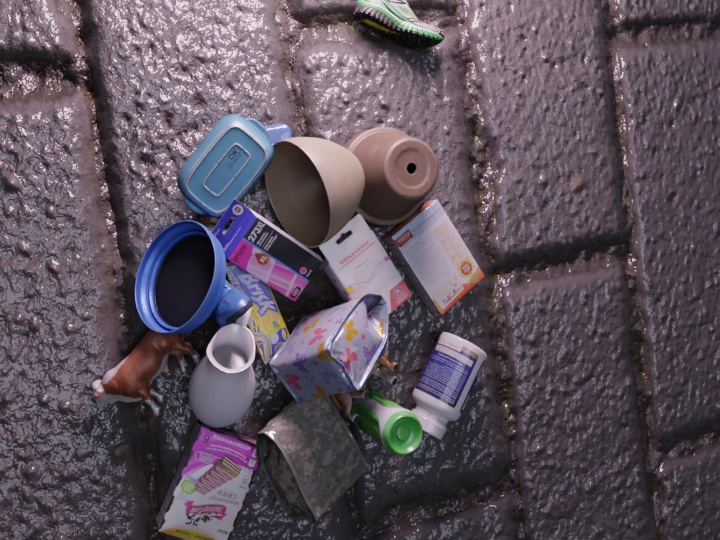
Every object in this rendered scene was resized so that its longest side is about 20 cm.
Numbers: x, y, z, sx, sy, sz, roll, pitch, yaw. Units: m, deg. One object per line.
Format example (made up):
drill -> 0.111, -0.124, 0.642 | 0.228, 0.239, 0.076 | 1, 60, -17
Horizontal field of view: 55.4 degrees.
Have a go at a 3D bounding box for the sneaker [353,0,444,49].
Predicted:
sneaker -> 0.088, -0.520, 1.400 | 0.197, 0.078, 0.087 | 20, 83, -19

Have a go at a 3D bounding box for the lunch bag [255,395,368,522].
lunch bag -> -0.102, 0.341, 1.303 | 0.163, 0.117, 0.203 | -33, 106, -42

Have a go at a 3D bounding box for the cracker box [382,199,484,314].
cracker box -> 0.155, -0.028, 1.445 | 0.133, 0.058, 0.201 | -38, 104, -17

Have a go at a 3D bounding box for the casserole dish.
casserole dish -> -0.239, -0.181, 1.220 | 0.121, 0.039, 0.201 | 39, 95, -22

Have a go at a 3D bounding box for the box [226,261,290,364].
box -> -0.198, 0.070, 1.311 | 0.069, 0.064, 0.203 | -24, 99, -18

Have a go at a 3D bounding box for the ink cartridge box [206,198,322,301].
ink cartridge box -> -0.173, -0.035, 1.251 | 0.199, 0.037, 0.095 | 34, 97, -21

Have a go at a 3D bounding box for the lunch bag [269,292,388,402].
lunch bag -> -0.042, 0.134, 1.276 | 0.128, 0.168, 0.201 | 53, 42, -20

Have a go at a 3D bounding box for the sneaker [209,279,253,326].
sneaker -> -0.252, 0.045, 1.216 | 0.066, 0.199, 0.079 | -37, 110, -19

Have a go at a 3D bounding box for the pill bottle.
pill bottle -> 0.175, 0.241, 1.428 | 0.110, 0.111, 0.202 | 31, 80, -18

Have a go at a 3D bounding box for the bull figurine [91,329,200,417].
bull figurine -> -0.388, 0.185, 1.242 | 0.121, 0.065, 0.201 | 43, 79, -20

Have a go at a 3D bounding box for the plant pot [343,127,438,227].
plant pot -> 0.064, -0.190, 1.347 | 0.197, 0.174, 0.204 | -1, 92, -19

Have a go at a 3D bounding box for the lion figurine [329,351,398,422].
lion figurine -> -0.005, 0.201, 1.339 | 0.199, 0.122, 0.073 | -34, 137, -33

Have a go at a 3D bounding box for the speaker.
speaker -> 0.047, 0.292, 1.331 | 0.087, 0.200, 0.090 | -1, 93, -21

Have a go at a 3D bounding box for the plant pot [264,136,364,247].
plant pot -> -0.070, -0.163, 1.285 | 0.133, 0.199, 0.203 | -27, 100, -34

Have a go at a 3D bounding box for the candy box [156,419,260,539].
candy box -> -0.281, 0.401, 1.286 | 0.135, 0.061, 0.203 | 24, 83, -20

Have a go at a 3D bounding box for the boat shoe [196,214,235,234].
boat shoe -> -0.210, -0.078, 1.300 | 0.199, 0.075, 0.076 | 12, 81, -20

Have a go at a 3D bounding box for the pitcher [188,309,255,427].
pitcher -> -0.238, 0.174, 1.242 | 0.119, 0.202, 0.173 | 19, 42, -4

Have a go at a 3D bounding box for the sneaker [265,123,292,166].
sneaker -> -0.211, -0.221, 1.280 | 0.198, 0.089, 0.079 | -30, 86, -18

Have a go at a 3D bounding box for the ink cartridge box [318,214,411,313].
ink cartridge box -> 0.000, 0.000, 1.382 | 0.116, 0.067, 0.202 | -36, 104, -16

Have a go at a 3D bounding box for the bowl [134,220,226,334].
bowl -> -0.316, 0.014, 1.208 | 0.039, 0.198, 0.204 | 27, 80, -54
